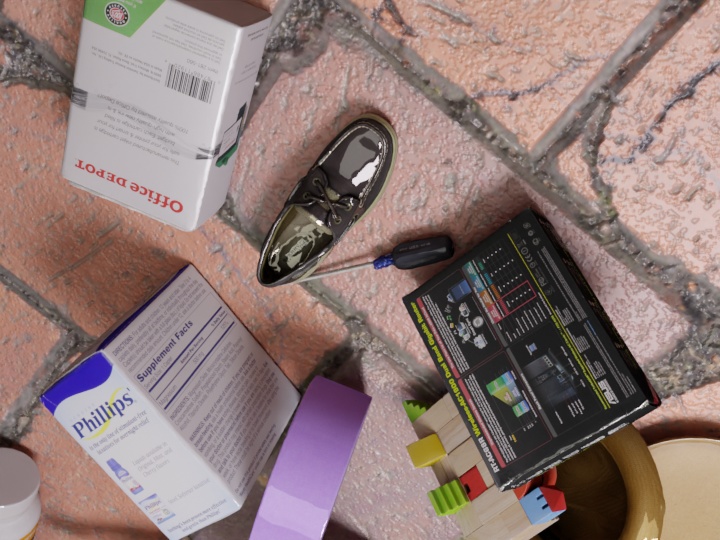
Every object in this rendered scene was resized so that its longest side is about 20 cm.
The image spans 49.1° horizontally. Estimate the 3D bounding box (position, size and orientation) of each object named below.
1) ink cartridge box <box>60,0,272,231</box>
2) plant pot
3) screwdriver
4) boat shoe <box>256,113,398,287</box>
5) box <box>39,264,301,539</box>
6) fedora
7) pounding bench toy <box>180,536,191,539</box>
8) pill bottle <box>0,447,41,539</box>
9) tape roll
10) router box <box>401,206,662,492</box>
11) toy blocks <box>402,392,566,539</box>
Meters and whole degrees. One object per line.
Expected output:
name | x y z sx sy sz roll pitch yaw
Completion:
ink cartridge box | -0.181 -0.159 0.727 0.145 0.084 0.201 23 118 4
plant pot | 0.344 0.249 0.814 0.198 0.028 0.202 6 116 11
screwdriver | 0.000 0.000 0.789 0.198 0.028 0.029 -17 81 23
boat shoe | -0.033 -0.056 0.747 0.073 0.065 0.201 34 117 0
box | -0.183 0.130 0.807 0.105 0.184 0.201 -32 103 27
fedora | 0.227 0.215 0.770 0.081 0.201 0.202 9 124 -31
pounding bench toy | -0.273 0.412 0.994 0.155 0.124 0.201 -30 104 25
pill bottle | -0.479 0.333 1.016 0.116 0.117 0.201 27 119 1
tape roll | -0.051 0.212 0.800 0.065 0.200 0.202 19 118 4
router box | 0.146 0.070 0.699 0.149 0.062 0.201 -36 65 22
toy blocks | 0.139 0.179 0.767 0.137 0.099 0.201 -46 55 30
